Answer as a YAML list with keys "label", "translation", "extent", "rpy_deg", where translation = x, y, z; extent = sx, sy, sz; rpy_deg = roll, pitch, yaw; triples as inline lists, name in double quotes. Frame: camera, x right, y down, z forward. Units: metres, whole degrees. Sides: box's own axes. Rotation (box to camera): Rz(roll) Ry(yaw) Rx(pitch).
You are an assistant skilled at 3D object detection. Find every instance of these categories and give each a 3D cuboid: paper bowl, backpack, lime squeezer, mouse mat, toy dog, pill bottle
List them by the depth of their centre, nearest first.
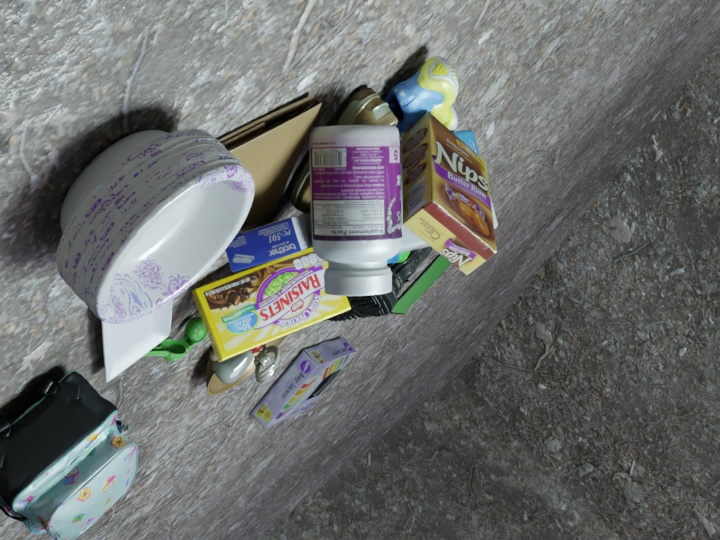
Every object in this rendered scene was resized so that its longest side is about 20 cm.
- label: "paper bowl"
  translation: [-0.206, -0.054, 1.093]
  extent: [0.201, 0.104, 0.201]
  rpy_deg: [-42, 166, -13]
- label: "pill bottle"
  translation: [-0.005, -0.073, 1.369]
  extent: [0.112, 0.112, 0.201]
  rpy_deg: [-14, 104, -65]
- label: "backpack"
  translation: [-0.363, 0.236, 1.385]
  extent: [0.176, 0.153, 0.200]
  rpy_deg: [-45, 174, -23]
- label: "lime squeezer"
  translation: [-0.242, 0.080, 1.551]
  extent: [0.200, 0.038, 0.071]
  rpy_deg: [-37, 133, -30]
- label: "toy dog"
  translation: [-0.149, 0.055, 1.593]
  extent: [0.132, 0.096, 0.201]
  rpy_deg: [-9, -134, 54]
- label: "mouse mat"
  translation: [0.145, 0.026, 2.581]
  extent: [0.200, 0.008, 0.161]
  rpy_deg: [-46, 166, 8]

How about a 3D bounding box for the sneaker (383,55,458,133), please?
- label: "sneaker"
  translation: [0.075, -0.221, 1.552]
  extent: [0.105, 0.076, 0.200]
  rpy_deg: [-27, 162, -6]

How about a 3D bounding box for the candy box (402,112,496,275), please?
- label: "candy box"
  translation: [0.110, -0.101, 1.447]
  extent: [0.056, 0.116, 0.201]
  rpy_deg: [-39, -151, 27]

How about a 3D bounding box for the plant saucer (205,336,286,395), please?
- label: "plant saucer"
  translation: [-0.180, 0.116, 1.811]
  extent: [0.200, 0.035, 0.200]
  rpy_deg: [-43, 166, -13]

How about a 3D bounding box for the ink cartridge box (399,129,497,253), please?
- label: "ink cartridge box"
  translation: [0.075, -0.104, 1.567]
  extent: [0.199, 0.145, 0.084]
  rpy_deg: [-12, 177, -36]

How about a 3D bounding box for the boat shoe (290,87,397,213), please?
- label: "boat shoe"
  translation: [-0.020, -0.136, 1.463]
  extent: [0.072, 0.076, 0.200]
  rpy_deg: [-31, 161, -51]

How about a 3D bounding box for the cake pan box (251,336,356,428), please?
- label: "cake pan box"
  translation: [-0.112, 0.224, 2.303]
  extent: [0.184, 0.052, 0.200]
  rpy_deg: [-48, 166, 19]

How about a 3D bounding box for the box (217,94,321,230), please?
- label: "box"
  translation: [-0.133, -0.106, 1.332]
  extent: [0.163, 0.021, 0.200]
  rpy_deg: [-34, 162, -39]

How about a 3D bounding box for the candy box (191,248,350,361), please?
- label: "candy box"
  translation: [-0.118, 0.040, 1.531]
  extent: [0.199, 0.103, 0.026]
  rpy_deg: [-21, -179, -24]

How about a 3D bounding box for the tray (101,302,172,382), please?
- label: "tray"
  translation: [-0.278, 0.062, 1.392]
  extent: [0.107, 0.022, 0.200]
  rpy_deg: [-40, 165, -27]

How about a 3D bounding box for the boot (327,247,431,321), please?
- label: "boot"
  translation: [0.001, 0.002, 1.813]
  extent: [0.158, 0.210, 0.080]
  rpy_deg: [-59, 136, -38]

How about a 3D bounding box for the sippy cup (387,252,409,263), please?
- label: "sippy cup"
  translation: [-0.017, -0.048, 1.646]
  extent: [0.130, 0.179, 0.140]
  rpy_deg: [-30, -162, -17]

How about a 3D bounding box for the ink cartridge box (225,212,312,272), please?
- label: "ink cartridge box"
  translation: [-0.097, -0.040, 1.439]
  extent: [0.093, 0.044, 0.200]
  rpy_deg: [-17, -178, 13]
